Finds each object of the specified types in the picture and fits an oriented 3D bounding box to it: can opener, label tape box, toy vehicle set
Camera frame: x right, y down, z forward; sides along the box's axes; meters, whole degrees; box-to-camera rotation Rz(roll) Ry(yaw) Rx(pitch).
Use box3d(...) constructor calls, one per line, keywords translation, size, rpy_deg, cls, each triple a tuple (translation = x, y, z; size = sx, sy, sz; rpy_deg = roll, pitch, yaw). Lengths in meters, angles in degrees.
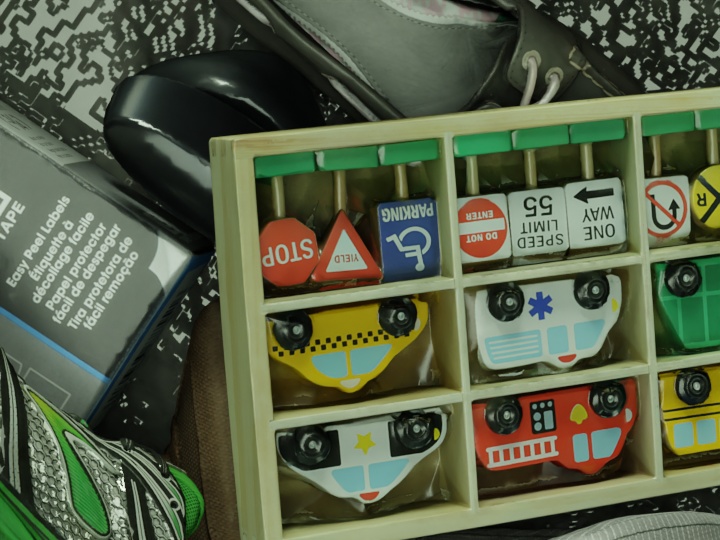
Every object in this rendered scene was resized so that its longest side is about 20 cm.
box3d(translation=(0.000, 0.000, 0.792), size=(0.200, 0.079, 0.063), rpy_deg=(37, 134, -12), cls="can opener")
box3d(translation=(-0.170, -0.002, 0.802), size=(0.200, 0.063, 0.145), rpy_deg=(33, 96, 1), cls="label tape box")
box3d(translation=(0.055, 0.011, 0.757), size=(0.199, 0.026, 0.125), rpy_deg=(-7, 96, -20), cls="toy vehicle set")

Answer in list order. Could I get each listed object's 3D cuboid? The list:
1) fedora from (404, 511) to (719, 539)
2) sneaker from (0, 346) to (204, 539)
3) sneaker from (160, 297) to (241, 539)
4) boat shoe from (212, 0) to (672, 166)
box3d(translation=(0.055, 0.121, 0.735), size=(0.199, 0.177, 0.091), rpy_deg=(-9, 89, -33), cls="fedora")
box3d(translation=(-0.102, 0.067, 0.745), size=(0.085, 0.078, 0.201), rpy_deg=(-33, 98, -29), cls="sneaker")
box3d(translation=(-0.056, 0.107, 0.800), size=(0.075, 0.070, 0.201), rpy_deg=(-3, 94, 6), cls="sneaker")
box3d(translation=(0.015, -0.074, 0.785), size=(0.200, 0.057, 0.067), rpy_deg=(34, 95, 1), cls="boat shoe")
